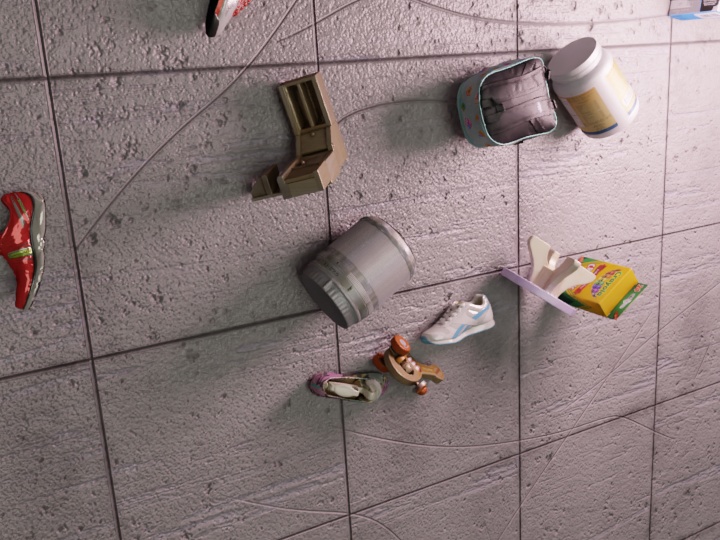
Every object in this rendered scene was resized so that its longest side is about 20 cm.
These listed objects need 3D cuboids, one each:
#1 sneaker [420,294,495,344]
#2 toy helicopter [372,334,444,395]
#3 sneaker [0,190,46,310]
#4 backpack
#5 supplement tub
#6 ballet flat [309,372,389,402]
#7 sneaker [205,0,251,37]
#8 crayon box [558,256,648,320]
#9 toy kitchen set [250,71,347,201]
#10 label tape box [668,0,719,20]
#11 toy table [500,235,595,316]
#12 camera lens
[{"bbox_3d":[0.216,0.115,1.747,0.200,0.076,0.081,-20,102,-31],"label":"sneaker"},{"bbox_3d":[0.128,0.227,1.695,0.079,0.132,0.200,-47,142,21],"label":"toy helicopter"},{"bbox_3d":[-0.572,-0.033,1.273,0.085,0.077,0.200,2,90,-24],"label":"sneaker"},{"bbox_3d":[0.298,-0.353,1.632,0.200,0.153,0.176,-27,111,-32],"label":"backpack"},{"bbox_3d":[0.533,-0.418,1.753,0.145,0.145,0.200,-51,120,-10],"label":"supplement tub"},{"bbox_3d":[-0.013,0.256,1.646,0.200,0.071,0.069,9,96,-31],"label":"ballet flat"},{"bbox_3d":[-0.202,-0.501,1.369,0.108,0.067,0.202,16,91,-29],"label":"sneaker"},{"bbox_3d":[0.577,0.040,1.851,0.127,0.200,0.051,-44,118,-14],"label":"crayon box"},{"bbox_3d":[-0.144,-0.240,1.416,0.163,0.200,0.181,-12,112,17],"label":"toy kitchen set"},{"bbox_3d":[0.845,-0.720,1.860,0.066,0.143,0.200,1,101,-30],"label":"label tape box"},{"bbox_3d":[0.444,0.011,1.793,0.200,0.184,0.117,30,96,-21],"label":"toy table"},{"bbox_3d":[0.000,0.000,1.542,0.200,0.160,0.160,-41,117,-15],"label":"camera lens"}]
